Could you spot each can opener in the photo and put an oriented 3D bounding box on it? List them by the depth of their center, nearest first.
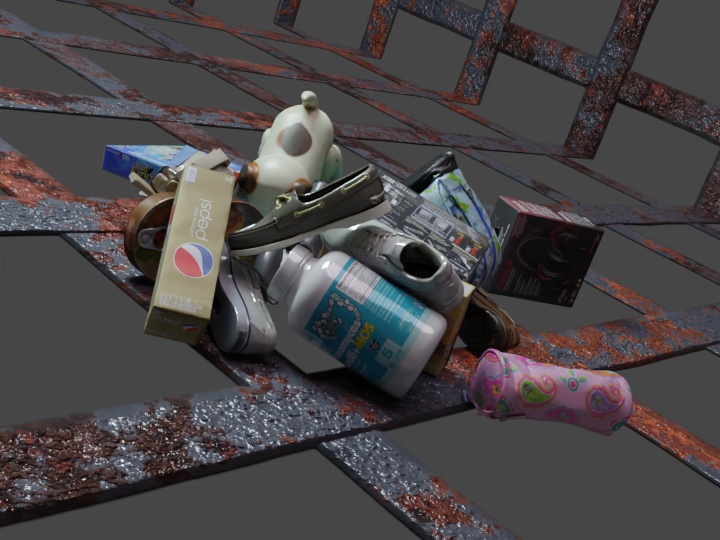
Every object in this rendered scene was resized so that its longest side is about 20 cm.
[{"bbox_3d":[-0.083,-0.048,1.361,0.053,0.201,0.067,7,-33,31],"label":"can opener"}]

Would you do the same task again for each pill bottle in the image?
[{"bbox_3d":[-0.008,0.052,1.179,0.199,0.111,0.111,32,20,4],"label":"pill bottle"}]

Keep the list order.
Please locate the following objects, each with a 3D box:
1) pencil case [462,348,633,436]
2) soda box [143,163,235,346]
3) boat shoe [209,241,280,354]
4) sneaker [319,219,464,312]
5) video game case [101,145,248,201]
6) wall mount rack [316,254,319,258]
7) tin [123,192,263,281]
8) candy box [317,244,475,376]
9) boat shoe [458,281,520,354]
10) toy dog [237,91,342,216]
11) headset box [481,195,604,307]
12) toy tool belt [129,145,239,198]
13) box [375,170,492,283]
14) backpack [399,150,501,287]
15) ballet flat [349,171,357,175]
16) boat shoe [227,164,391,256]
[{"bbox_3d":[0.230,0.152,1.239,0.199,0.088,0.087,11,20,-21],"label":"pencil case"},{"bbox_3d":[-0.193,-0.019,1.159,0.064,0.068,0.201,15,55,-13],"label":"soda box"},{"bbox_3d":[-0.139,0.030,1.217,0.086,0.075,0.202,15,25,-31],"label":"boat shoe"},{"bbox_3d":[0.034,-0.027,1.209,0.199,0.075,0.100,26,-17,23],"label":"sneaker"},{"bbox_3d":[-0.274,-0.155,1.609,0.199,0.046,0.181,22,16,32],"label":"video game case"},{"bbox_3d":[0.000,0.000,1.448,0.174,0.075,0.200,37,9,-31],"label":"wall mount rack"},{"bbox_3d":[-0.208,-0.040,1.292,0.199,0.113,0.042,2,13,-43],"label":"tin"},{"bbox_3d":[0.033,0.038,1.299,0.199,0.116,0.055,24,18,14],"label":"candy box"},{"bbox_3d":[0.151,0.055,1.452,0.074,0.076,0.200,9,29,-42],"label":"boat shoe"},{"bbox_3d":[-0.100,-0.145,1.494,0.139,0.194,0.200,27,39,-3],"label":"toy dog"},{"bbox_3d":[0.283,-0.031,1.687,0.199,0.149,0.075,11,20,-26],"label":"headset box"},{"bbox_3d":[-0.241,-0.125,1.402,0.122,0.125,0.200,25,18,-5],"label":"toy tool belt"},{"bbox_3d":[0.075,-0.050,1.418,0.199,0.050,0.158,32,28,5],"label":"box"},{"bbox_3d":[0.127,-0.054,1.568,0.200,0.163,0.154,53,31,-9],"label":"backpack"},{"bbox_3d":[-0.012,-0.097,1.558,0.069,0.072,0.200,3,19,9],"label":"ballet flat"},{"bbox_3d":[-0.066,-0.068,1.198,0.201,0.061,0.072,-18,13,0],"label":"boat shoe"}]
